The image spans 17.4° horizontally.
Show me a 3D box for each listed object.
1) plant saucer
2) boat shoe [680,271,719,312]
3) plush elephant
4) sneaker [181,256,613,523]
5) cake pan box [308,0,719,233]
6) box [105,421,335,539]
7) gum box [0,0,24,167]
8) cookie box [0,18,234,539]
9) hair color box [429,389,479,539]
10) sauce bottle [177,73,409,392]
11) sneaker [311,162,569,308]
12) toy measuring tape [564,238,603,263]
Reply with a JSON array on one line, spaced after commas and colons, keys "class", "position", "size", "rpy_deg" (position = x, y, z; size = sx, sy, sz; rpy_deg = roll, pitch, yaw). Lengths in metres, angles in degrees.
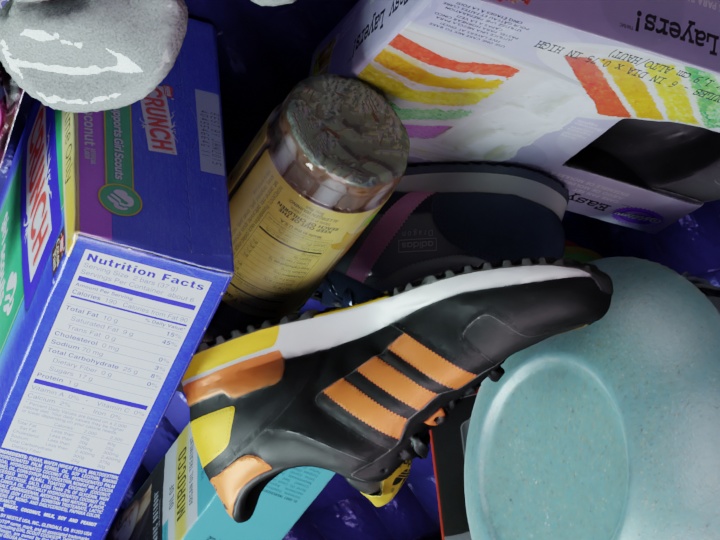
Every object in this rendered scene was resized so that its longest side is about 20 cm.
[{"class": "plant saucer", "position": [0.100, 0.092, 1.072], "size": [0.039, 0.201, 0.201], "rpy_deg": [4, 136, -36]}, {"class": "boat shoe", "position": [0.146, 0.042, 1.094], "size": [0.070, 0.072, 0.201], "rpy_deg": [-22, 167, -41]}, {"class": "plush elephant", "position": [-0.096, -0.155, 0.884], "size": [0.155, 0.200, 0.165], "rpy_deg": [-17, 112, 7]}, {"class": "sneaker", "position": [0.021, 0.054, 1.034], "size": [0.200, 0.090, 0.070], "rpy_deg": [-15, 173, 13]}, {"class": "cake pan box", "position": [0.094, -0.084, 1.043], "size": [0.200, 0.052, 0.184], "rpy_deg": [15, 161, -17]}, {"class": "box", "position": [-0.077, 0.123, 1.257], "size": [0.049, 0.082, 0.200], "rpy_deg": [22, 128, -21]}, {"class": "gum box", "position": [-0.181, -0.094, 1.022], "size": [0.066, 0.114, 0.200], "rpy_deg": [12, 131, -15]}, {"class": "cookie box", "position": [-0.127, 0.004, 1.081], "size": [0.075, 0.171, 0.200], "rpy_deg": [13, 130, -18]}, {"class": "hair color box", "position": [0.095, 0.135, 1.197], "size": [0.101, 0.200, 0.061], "rpy_deg": [-15, 137, 9]}, {"class": "sauce bottle", "position": [-0.046, -0.010, 1.071], "size": [0.065, 0.065, 0.200], "rpy_deg": [17, 143, -19]}, {"class": "sneaker", "position": [0.000, 0.000, 1.116], "size": [0.200, 0.082, 0.070], "rpy_deg": [-5, 156, 28]}, {"class": "toy measuring tape", "position": [0.059, 0.024, 1.175], "size": [0.200, 0.074, 0.074], "rpy_deg": [-6, 133, -3]}]
